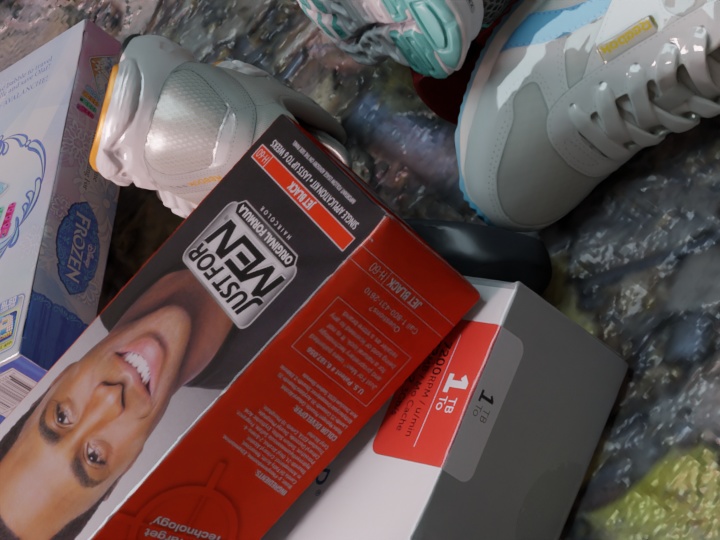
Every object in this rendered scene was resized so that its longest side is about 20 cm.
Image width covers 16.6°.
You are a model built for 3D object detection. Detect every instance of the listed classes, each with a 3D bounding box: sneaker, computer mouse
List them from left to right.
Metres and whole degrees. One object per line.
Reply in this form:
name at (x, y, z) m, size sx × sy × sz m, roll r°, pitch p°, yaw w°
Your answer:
sneaker at (-0.041, -0.047, 1.050) m, size 0.092 × 0.200 × 0.076 m, roll 20°, pitch 95°, yaw 15°
computer mouse at (0.000, 0.000, 1.045) m, size 0.200 × 0.059 × 0.034 m, roll 2°, pitch 79°, yaw 48°
sneaker at (0.024, -0.136, 1.040) m, size 0.091 × 0.078 × 0.200 m, roll -40°, pitch 26°, yaw -10°
sneaker at (0.117, -0.089, 0.973) m, size 0.200 × 0.076 × 0.081 m, roll -48°, pitch 40°, yaw 11°

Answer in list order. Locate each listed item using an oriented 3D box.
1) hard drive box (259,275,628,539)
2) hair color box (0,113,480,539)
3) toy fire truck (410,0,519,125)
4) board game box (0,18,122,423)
hard drive box at (-0.013, 0.079, 0.981) m, size 0.200 × 0.077 × 0.156 m, roll 7°, pitch 68°, yaw 47°
hair color box at (-0.059, 0.047, 0.932) m, size 0.200 × 0.061 × 0.102 m, roll -49°, pitch 36°, yaw 3°
toy fire truck at (0.099, -0.164, 1.067) m, size 0.200 × 0.049 × 0.141 m, roll -35°, pitch 41°, yaw 26°
board game box at (-0.197, 0.003, 1.178) m, size 0.200 × 0.043 × 0.199 m, roll -26°, pitch 43°, yaw 35°
